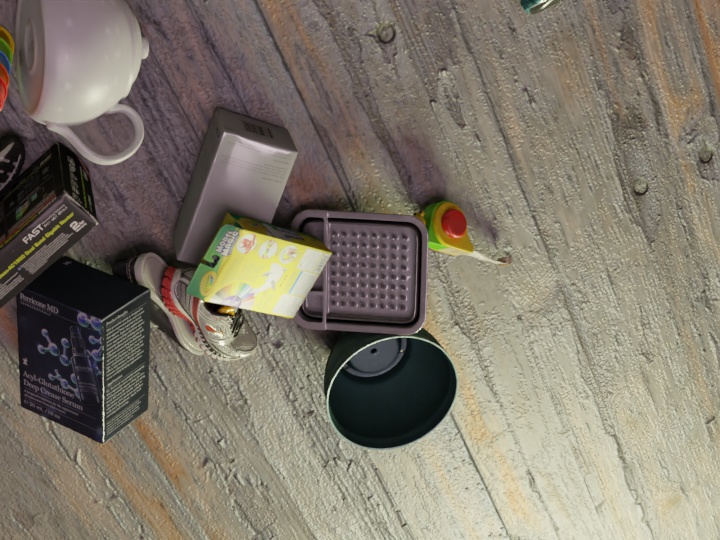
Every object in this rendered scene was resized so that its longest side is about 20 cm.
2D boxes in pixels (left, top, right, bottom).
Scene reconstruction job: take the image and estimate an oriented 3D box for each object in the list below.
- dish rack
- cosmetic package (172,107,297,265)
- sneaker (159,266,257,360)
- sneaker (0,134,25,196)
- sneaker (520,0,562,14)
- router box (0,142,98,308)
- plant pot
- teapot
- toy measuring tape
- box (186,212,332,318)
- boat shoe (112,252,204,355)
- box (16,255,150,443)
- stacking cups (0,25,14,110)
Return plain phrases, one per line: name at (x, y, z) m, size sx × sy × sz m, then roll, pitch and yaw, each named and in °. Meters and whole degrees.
dish rack at (0.000, 0.000, 1.734) m, size 0.198 × 0.044 × 0.173 m, roll 4°, pitch 101°, yaw 12°
cosmetic package at (-0.172, -0.102, 1.658) m, size 0.112 × 0.081 × 0.201 m, roll 15°, pitch 116°, yaw -23°
sneaker at (-0.198, 0.065, 1.720) m, size 0.082 × 0.078 × 0.200 m, roll -6°, pitch 146°, yaw 27°
sneaker at (-0.514, -0.105, 1.568) m, size 0.080 × 0.074 × 0.200 m, roll 43°, pitch 87°, yaw 13°
sneaker at (0.308, -0.392, 1.630) m, size 0.199 × 0.078 × 0.091 m, roll -33°, pitch 126°, yaw 7°
router box at (-0.432, -0.053, 1.572) m, size 0.200 × 0.150 × 0.062 m, roll -40°, pitch 124°, yaw 9°
plant pot at (0.032, 0.147, 1.826) m, size 0.199 × 0.134 × 0.202 m, roll -7°, pitch 122°, yaw -11°
teapot at (-0.325, -0.262, 1.467) m, size 0.145 × 0.198 × 0.201 m, roll -2°, pitch 132°, yaw -28°
toy measuring tape at (0.148, -0.057, 1.789) m, size 0.199 × 0.074 × 0.074 m, roll 14°, pitch 115°, yaw -37°
box at (-0.142, -0.005, 1.645) m, size 0.199 × 0.048 × 0.118 m, roll 14°, pitch 113°, yaw -50°
boat shoe at (-0.279, 0.049, 1.725) m, size 0.060 × 0.074 × 0.200 m, roll -3°, pitch 144°, yaw 28°
box at (-0.376, 0.107, 1.667) m, size 0.148 × 0.107 × 0.201 m, roll 19°, pitch 120°, yaw 23°
stacking cups at (-0.434, -0.230, 1.439) m, size 0.060 × 0.200 × 0.061 m, roll -8°, pitch 122°, yaw -13°
